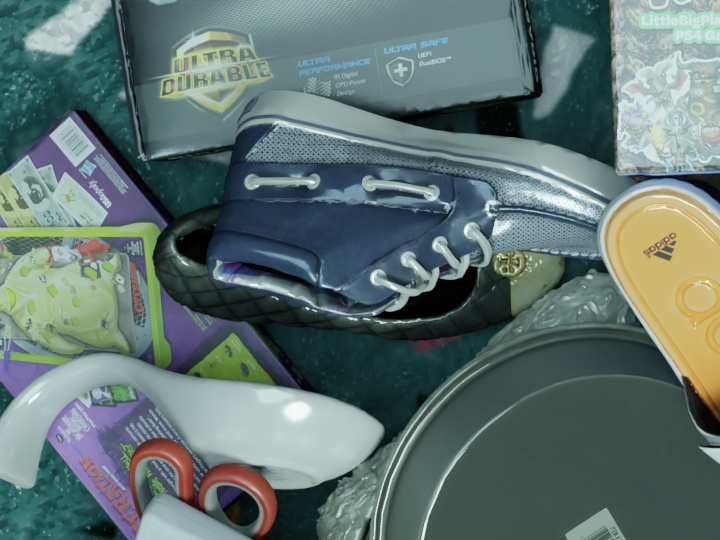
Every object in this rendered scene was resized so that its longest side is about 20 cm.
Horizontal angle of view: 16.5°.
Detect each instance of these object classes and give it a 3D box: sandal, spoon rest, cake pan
[{"bbox_3d":[0.171,0.051,1.078,0.079,0.059,0.207,-35,113,24],"label":"sandal"},{"bbox_3d":[-0.083,0.070,1.178,0.199,0.099,0.061,-3,70,24],"label":"spoon rest"},{"bbox_3d":[0.104,0.125,1.148,0.199,0.037,0.202,-3,106,-12],"label":"cake pan"}]

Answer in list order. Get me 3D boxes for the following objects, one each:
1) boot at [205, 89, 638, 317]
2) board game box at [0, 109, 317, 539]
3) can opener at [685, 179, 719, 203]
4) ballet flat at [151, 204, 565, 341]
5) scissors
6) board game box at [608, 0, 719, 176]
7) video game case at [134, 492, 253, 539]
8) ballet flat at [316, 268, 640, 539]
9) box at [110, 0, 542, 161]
[{"bbox_3d":[0.031,-0.014,1.142,0.199,0.073,0.091,12,66,7],"label":"boot"},{"bbox_3d":[-0.120,0.034,1.236,0.120,0.032,0.200,-40,84,7],"label":"board game box"},{"bbox_3d":[0.217,0.032,1.159,0.200,0.079,0.064,36,140,6],"label":"can opener"},{"bbox_3d":[0.000,0.000,1.187,0.198,0.057,0.067,-1,85,-3],"label":"ballet flat"},{"bbox_3d":[-0.064,0.157,1.187,0.073,0.014,0.201,7,132,18],"label":"scissors"},{"bbox_3d":[0.162,-0.143,1.108,0.096,0.159,0.202,-2,92,10],"label":"board game box"},{"bbox_3d":[-0.042,0.218,1.180,0.181,0.022,0.201,27,129,9],"label":"video game case"},{"bbox_3d":[0.061,0.086,1.183,0.200,0.072,0.072,-44,84,10],"label":"ballet flat"},{"bbox_3d":[-0.021,-0.146,1.200,0.199,0.046,0.160,-8,91,12],"label":"box"}]
